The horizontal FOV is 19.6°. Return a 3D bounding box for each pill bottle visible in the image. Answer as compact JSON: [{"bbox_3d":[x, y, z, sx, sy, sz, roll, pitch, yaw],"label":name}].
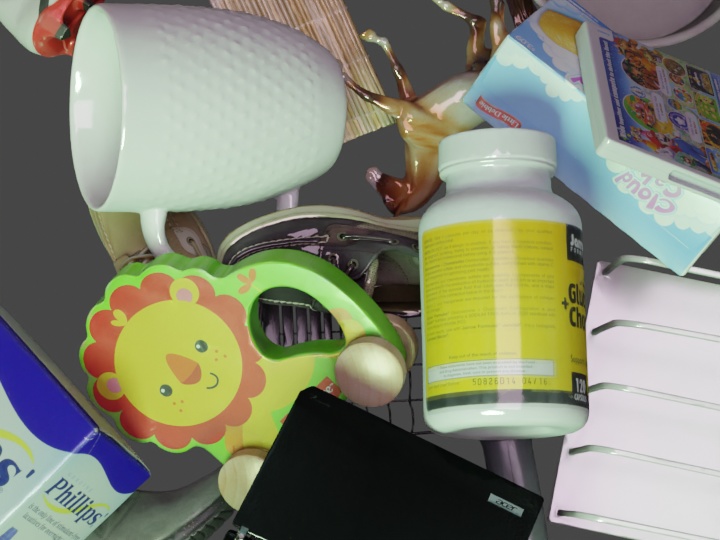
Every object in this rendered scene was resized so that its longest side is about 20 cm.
[{"bbox_3d":[0.095,0.010,1.405,0.112,0.112,0.200,-1,80,-1],"label":"pill bottle"}]

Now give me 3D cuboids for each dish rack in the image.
[{"bbox_3d":[0.024,0.055,1.545,0.200,0.055,0.154,-3,82,-1],"label":"dish rack"}]

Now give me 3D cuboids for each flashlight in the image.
[{"bbox_3d":[0.108,0.149,1.481,0.068,0.068,0.200,-9,88,-39],"label":"flashlight"}]

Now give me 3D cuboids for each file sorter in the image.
[{"bbox_3d":[0.228,0.097,1.510,0.139,0.125,0.200,12,83,0],"label":"file sorter"}]

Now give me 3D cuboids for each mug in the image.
[{"bbox_3d":[-0.105,-0.090,1.500,0.175,0.148,0.200,-1,87,-22],"label":"mug"}]

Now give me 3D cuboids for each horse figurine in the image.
[{"bbox_3d":[0.069,-0.145,1.568,0.200,0.050,0.133,-37,98,-12],"label":"horse figurine"}]

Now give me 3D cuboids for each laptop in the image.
[{"bbox_3d":[-0.006,0.210,1.347,0.177,0.103,0.200,26,109,3],"label":"laptop"}]

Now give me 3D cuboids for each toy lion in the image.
[{"bbox_3d":[-0.089,0.058,1.451,0.192,0.069,0.200,45,113,-5],"label":"toy lion"}]

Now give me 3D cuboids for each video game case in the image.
[{"bbox_3d":[0.245,-0.094,1.443,0.200,0.143,0.018,20,127,-17],"label":"video game case"}]

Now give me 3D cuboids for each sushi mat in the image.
[{"bbox_3d":[-0.054,-0.185,1.592,0.096,0.012,0.200,-24,85,-3],"label":"sushi mat"}]

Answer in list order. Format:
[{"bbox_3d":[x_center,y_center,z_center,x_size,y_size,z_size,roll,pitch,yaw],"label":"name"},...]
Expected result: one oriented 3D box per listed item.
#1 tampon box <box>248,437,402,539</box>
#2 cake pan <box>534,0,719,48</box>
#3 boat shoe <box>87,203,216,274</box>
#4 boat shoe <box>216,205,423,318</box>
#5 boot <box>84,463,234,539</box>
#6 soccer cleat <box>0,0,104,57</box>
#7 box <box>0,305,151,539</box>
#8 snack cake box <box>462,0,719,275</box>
[{"bbox_3d":[-0.004,0.211,1.452,0.150,0.200,0.126,-37,85,-6],"label":"tampon box"},{"bbox_3d":[0.202,-0.260,1.585,0.200,0.037,0.200,1,79,-7],"label":"cake pan"},{"bbox_3d":[-0.142,0.004,1.533,0.072,0.065,0.200,-33,82,11],"label":"boat shoe"},{"bbox_3d":[0.000,0.000,1.472,0.200,0.065,0.072,2,121,-13],"label":"boat shoe"},{"bbox_3d":[-0.182,0.164,1.524,0.200,0.070,0.132,-35,79,-10],"label":"boot"},{"bbox_3d":[-0.197,-0.249,1.572,0.085,0.069,0.200,32,79,22],"label":"soccer cleat"},{"bbox_3d":[-0.286,0.138,1.469,0.200,0.105,0.184,-44,61,-5],"label":"box"},{"bbox_3d":[0.184,-0.100,1.482,0.200,0.115,0.067,39,123,5],"label":"snack cake box"}]
